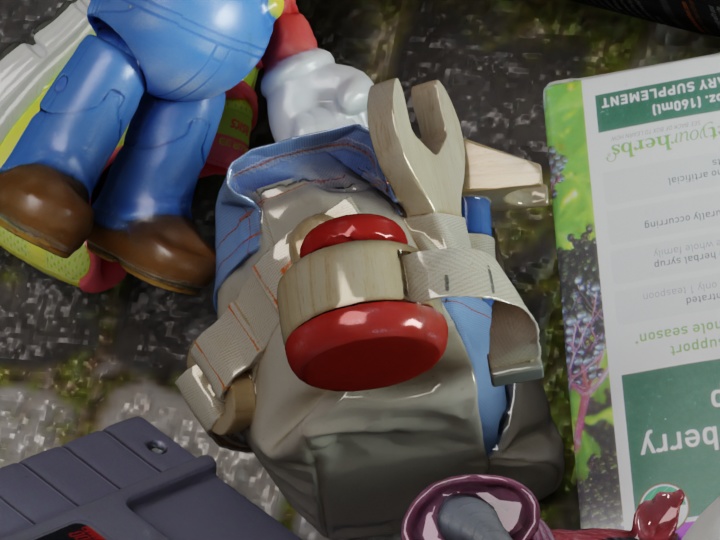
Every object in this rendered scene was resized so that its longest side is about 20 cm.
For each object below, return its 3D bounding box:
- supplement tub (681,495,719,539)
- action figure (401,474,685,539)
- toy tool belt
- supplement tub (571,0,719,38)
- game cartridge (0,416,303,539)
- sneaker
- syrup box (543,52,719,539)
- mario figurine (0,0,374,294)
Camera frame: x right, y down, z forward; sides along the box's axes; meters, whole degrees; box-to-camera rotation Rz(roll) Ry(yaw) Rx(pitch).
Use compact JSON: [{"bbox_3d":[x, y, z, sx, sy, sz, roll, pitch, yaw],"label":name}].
[{"bbox_3d":[0.158,0.153,0.716,0.143,0.201,0.145,-11,22,4],"label":"supplement tub"},{"bbox_3d":[0.013,0.120,0.800,0.199,0.135,0.149,-30,30,-30],"label":"action figure"},{"bbox_3d":[0.000,0.000,0.886,0.124,0.200,0.124,-11,67,3],"label":"toy tool belt"},{"bbox_3d":[0.091,-0.148,0.953,0.199,0.123,0.123,17,74,30],"label":"supplement tub"},{"bbox_3d":[-0.043,0.121,0.894,0.200,0.129,0.039,34,116,26],"label":"game cartridge"},{"bbox_3d":[-0.059,-0.075,1.008,0.090,0.078,0.200,41,95,26],"label":"sneaker"},{"bbox_3d":[0.111,0.039,0.898,0.078,0.081,0.201,-10,65,15],"label":"syrup box"},{"bbox_3d":[-0.046,-0.093,0.912,0.106,0.123,0.201,22,95,17],"label":"mario figurine"}]
